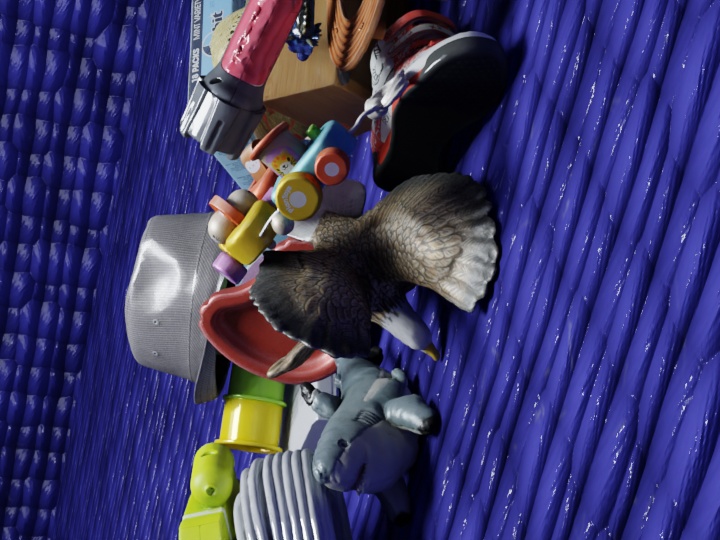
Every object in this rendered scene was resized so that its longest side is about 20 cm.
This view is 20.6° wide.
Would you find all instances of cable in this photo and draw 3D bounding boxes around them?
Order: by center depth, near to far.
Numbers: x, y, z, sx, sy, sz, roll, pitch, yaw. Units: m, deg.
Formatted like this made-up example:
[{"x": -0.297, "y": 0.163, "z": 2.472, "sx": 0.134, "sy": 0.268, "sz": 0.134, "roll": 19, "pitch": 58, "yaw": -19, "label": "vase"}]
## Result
[{"x": -0.037, "y": 0.226, "z": 1.390, "sx": 0.200, "sy": 0.069, "sz": 0.202, "roll": 73, "pitch": -174, "yaw": -71, "label": "cable"}]

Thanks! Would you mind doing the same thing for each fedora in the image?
[{"x": -0.150, "y": 0.016, "z": 1.707, "sx": 0.201, "sy": 0.089, "sz": 0.178, "roll": 98, "pitch": -178, "yaw": -45, "label": "fedora"}]

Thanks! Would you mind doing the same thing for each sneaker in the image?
[{"x": 0.048, "y": -0.142, "z": 1.363, "sx": 0.202, "sy": 0.067, "sz": 0.109, "roll": 119, "pitch": 153, "yaw": -63, "label": "sneaker"}]

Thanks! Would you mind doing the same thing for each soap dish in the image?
[{"x": -0.019, "y": -0.212, "z": 1.532, "sx": 0.157, "sy": 0.081, "sz": 0.202, "roll": 19, "pitch": -105, "yaw": -66, "label": "soap dish"}]

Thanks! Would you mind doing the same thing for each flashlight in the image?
[{"x": -0.060, "y": -0.171, "z": 1.329, "sx": 0.068, "sy": 0.067, "sz": 0.201, "roll": 39, "pitch": 108, "yaw": 39, "label": "flashlight"}]

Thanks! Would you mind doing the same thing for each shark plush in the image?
[{"x": -0.003, "y": 0.089, "z": 1.409, "sx": 0.201, "sy": 0.082, "sz": 0.091, "roll": -98, "pitch": 20, "yaw": -49, "label": "shark plush"}]

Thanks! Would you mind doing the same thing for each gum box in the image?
[{"x": -0.089, "y": -0.151, "z": 1.761, "sx": 0.200, "sy": 0.044, "sz": 0.171, "roll": 53, "pitch": -150, "yaw": -52, "label": "gum box"}]

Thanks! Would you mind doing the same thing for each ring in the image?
[{"x": 0.009, "y": -0.236, "z": 1.362, "sx": 0.200, "sy": 0.019, "sz": 0.202, "roll": -172, "pitch": 90, "yaw": -76, "label": "ring"}]

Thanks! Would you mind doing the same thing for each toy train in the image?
[{"x": -0.051, "y": -0.074, "z": 1.331, "sx": 0.151, "sy": 0.055, "sz": 0.200, "roll": -59, "pitch": 11, "yaw": -32, "label": "toy train"}]

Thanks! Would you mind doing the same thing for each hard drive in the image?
[{"x": -0.047, "y": 0.079, "z": 1.726, "sx": 0.132, "sy": 0.026, "sz": 0.201, "roll": 114, "pitch": 159, "yaw": -51, "label": "hard drive"}]

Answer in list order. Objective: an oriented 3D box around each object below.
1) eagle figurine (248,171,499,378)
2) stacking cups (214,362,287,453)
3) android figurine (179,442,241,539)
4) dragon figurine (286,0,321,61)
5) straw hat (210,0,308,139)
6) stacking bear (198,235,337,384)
[{"x": 0.007, "y": 0.004, "z": 1.347, "sx": 0.200, "sy": 0.150, "sz": 0.153, "roll": 110, "pitch": 176, "yaw": -79, "label": "eagle figurine"}, {"x": -0.088, "y": 0.055, "z": 1.725, "sx": 0.060, "sy": 0.060, "sz": 0.202, "roll": 147, "pitch": 129, "yaw": -73, "label": "stacking cups"}, {"x": -0.093, "y": 0.220, "z": 1.421, "sx": 0.200, "sy": 0.041, "sz": 0.184, "roll": -88, "pitch": -14, "yaw": -80, "label": "android figurine"}, {"x": -0.036, "y": -0.233, "z": 1.382, "sx": 0.201, "sy": 0.058, "sz": 0.100, "roll": 114, "pitch": 159, "yaw": -53, "label": "dragon figurine"}, {"x": -0.075, "y": -0.178, "z": 1.618, "sx": 0.084, "sy": 0.201, "sz": 0.203, "roll": 2, "pitch": 82, "yaw": 33, "label": "straw hat"}, {"x": -0.050, "y": -0.003, "z": 1.617, "sx": 0.121, "sy": 0.114, "sz": 0.200, "roll": -36, "pitch": 20, "yaw": 18, "label": "stacking bear"}]
